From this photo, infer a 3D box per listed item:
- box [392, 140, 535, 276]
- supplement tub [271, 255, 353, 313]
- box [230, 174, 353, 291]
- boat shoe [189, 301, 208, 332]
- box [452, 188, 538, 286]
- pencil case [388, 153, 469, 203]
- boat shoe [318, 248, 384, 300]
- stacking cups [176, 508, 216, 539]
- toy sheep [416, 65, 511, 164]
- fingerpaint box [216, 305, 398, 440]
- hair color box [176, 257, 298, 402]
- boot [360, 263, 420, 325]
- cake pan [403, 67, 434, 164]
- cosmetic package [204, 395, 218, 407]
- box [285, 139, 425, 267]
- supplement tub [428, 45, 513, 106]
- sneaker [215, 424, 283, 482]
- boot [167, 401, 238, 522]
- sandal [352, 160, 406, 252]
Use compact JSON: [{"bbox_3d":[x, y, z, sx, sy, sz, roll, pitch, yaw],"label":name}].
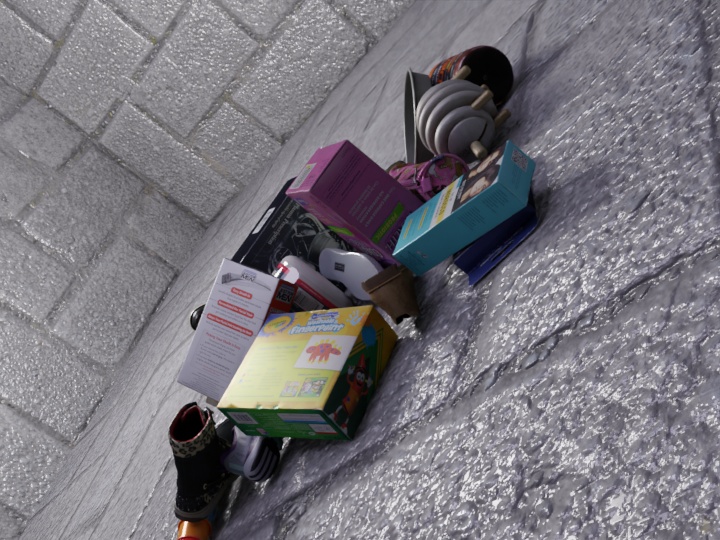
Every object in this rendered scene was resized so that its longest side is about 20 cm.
[{"bbox_3d":[0.127,-0.074,1.058,0.200,0.049,0.082,-36,23,44],"label":"box"},{"bbox_3d":[-0.120,0.090,1.357,0.200,0.140,0.140,-53,15,-2],"label":"supplement tub"},{"bbox_3d":[-0.099,-0.037,1.503,0.200,0.182,0.104,-57,17,-14],"label":"box"},{"bbox_3d":[-0.207,0.092,1.531,0.063,0.201,0.074,-166,83,-67],"label":"boat shoe"},{"bbox_3d":[0.169,-0.072,1.089,0.121,0.032,0.200,-45,18,25],"label":"box"},{"bbox_3d":[0.102,-0.135,1.313,0.083,0.086,0.200,-50,13,-7],"label":"pencil case"},{"bbox_3d":[0.000,0.000,1.349,0.200,0.056,0.069,25,110,58],"label":"boat shoe"},{"bbox_3d":[-0.243,0.366,1.258,0.061,0.060,0.200,-47,17,18],"label":"stacking cups"},{"bbox_3d":[0.154,-0.231,1.308,0.138,0.138,0.200,-47,32,17],"label":"toy sheep"},{"bbox_3d":[-0.070,0.137,1.131,0.200,0.073,0.167,-8,43,40],"label":"fingerpaint box"},{"bbox_3d":[-0.183,0.095,1.265,0.064,0.111,0.200,24,-94,-62],"label":"hair color box"},{"bbox_3d":[0.047,0.033,1.146,0.074,0.076,0.200,-32,-1,9],"label":"boot"},{"bbox_3d":[0.102,-0.252,1.471,0.200,0.037,0.201,178,90,-89],"label":"cake pan"},{"bbox_3d":[-0.231,0.186,1.547,0.104,0.087,0.200,-63,16,3],"label":"cosmetic package"},{"bbox_3d":[0.004,-0.097,1.300,0.097,0.200,0.176,-55,16,-6],"label":"box"},{"bbox_3d":[0.180,-0.324,1.474,0.107,0.107,0.200,-54,15,-7],"label":"supplement tub"},{"bbox_3d":[-0.143,0.209,1.234,0.087,0.075,0.200,0,46,30],"label":"sneaker"},{"bbox_3d":[-0.221,0.251,1.257,0.204,0.073,0.154,-61,-25,-55],"label":"boot"},{"bbox_3d":[0.043,-0.092,1.458,0.080,0.057,0.201,21,-91,-75],"label":"sandal"}]
